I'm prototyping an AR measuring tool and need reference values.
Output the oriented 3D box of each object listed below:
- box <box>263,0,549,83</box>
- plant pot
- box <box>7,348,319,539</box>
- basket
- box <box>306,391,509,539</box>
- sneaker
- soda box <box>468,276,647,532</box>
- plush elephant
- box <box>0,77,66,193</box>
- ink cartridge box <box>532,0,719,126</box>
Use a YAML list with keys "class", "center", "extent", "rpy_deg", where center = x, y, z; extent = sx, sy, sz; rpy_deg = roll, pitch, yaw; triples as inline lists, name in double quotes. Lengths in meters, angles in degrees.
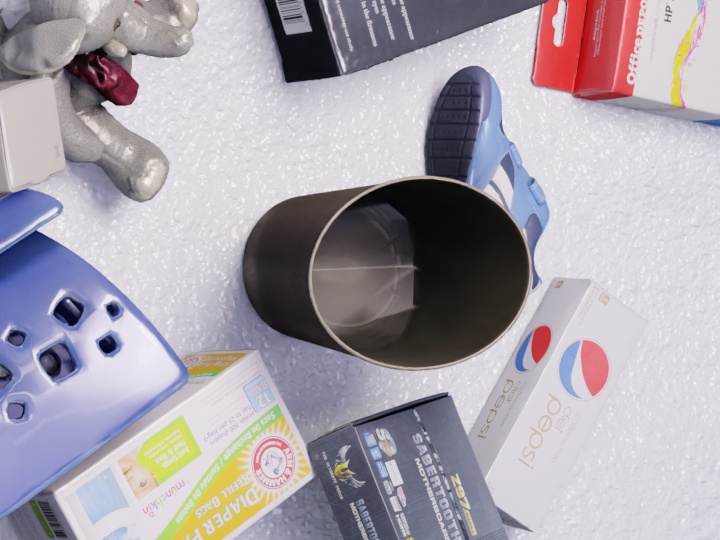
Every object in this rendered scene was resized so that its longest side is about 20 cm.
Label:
- class: "box"
  center: [0.026, -0.244, 1.745]
  extent: [0.199, 0.104, 0.149]
  rpy_deg: [-21, 100, -25]
- class: "plant pot"
  center: [-0.264, 0.060, 1.566]
  extent: [0.199, 0.200, 0.181]
  rpy_deg: [-35, 99, -21]
- class: "box"
  center: [-0.147, 0.154, 1.659]
  extent: [0.199, 0.101, 0.113]
  rpy_deg: [-36, 107, -31]
- class: "basket"
  center: [0.000, 0.000, 1.687]
  extent: [0.179, 0.200, 0.137]
  rpy_deg: [-4, 93, -27]
- class: "box"
  center: [0.051, 0.202, 1.718]
  extent: [0.157, 0.051, 0.202]
  rpy_deg: [-10, 77, -60]
- class: "sneaker"
  center: [0.104, -0.064, 1.811]
  extent: [0.082, 0.074, 0.202]
  rpy_deg: [-9, 103, -27]
- class: "soda box"
  center: [0.150, 0.107, 1.843]
  extent: [0.068, 0.064, 0.201]
  rpy_deg: [35, 76, -23]
- class: "plush elephant"
  center: [-0.188, -0.170, 1.606]
  extent: [0.199, 0.155, 0.166]
  rpy_deg: [24, 70, -21]
- class: "box"
  center: [-0.305, -0.086, 1.532]
  extent: [0.082, 0.198, 0.069]
  rpy_deg: [-33, 117, -66]
- class: "ink cartridge box"
  center: [0.248, -0.192, 1.878]
  extent: [0.198, 0.067, 0.117]
  rpy_deg: [9, 88, -26]
